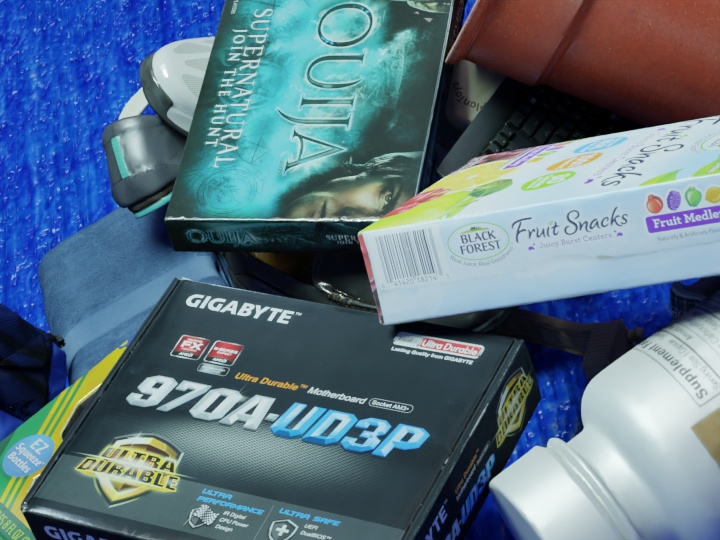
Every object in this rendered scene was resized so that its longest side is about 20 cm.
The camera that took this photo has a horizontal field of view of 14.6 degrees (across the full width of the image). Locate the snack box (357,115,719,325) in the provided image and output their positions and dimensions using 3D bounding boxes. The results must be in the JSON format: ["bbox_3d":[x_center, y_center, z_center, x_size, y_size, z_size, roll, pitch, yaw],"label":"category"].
[{"bbox_3d":[0.119,-0.029,1.329,0.200,0.053,0.142,-8,14,29],"label":"snack box"}]

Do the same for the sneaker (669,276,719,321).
[{"bbox_3d":[0.239,-0.012,1.385,0.200,0.081,0.076,-38,32,-17],"label":"sneaker"}]

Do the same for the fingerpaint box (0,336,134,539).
[{"bbox_3d":[-0.083,0.122,1.408,0.167,0.073,0.200,-39,43,-16],"label":"fingerpaint box"}]

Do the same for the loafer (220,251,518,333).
[{"bbox_3d":[0.000,0.000,1.500,0.200,0.072,0.073,-1,48,40],"label":"loafer"}]

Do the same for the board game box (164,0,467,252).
[{"bbox_3d":[-0.020,-0.091,1.521,0.135,0.028,0.200,0,48,13],"label":"board game box"}]

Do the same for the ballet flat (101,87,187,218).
[{"bbox_3d":[-0.102,-0.086,1.677,0.073,0.073,0.200,-14,9,22],"label":"ballet flat"}]

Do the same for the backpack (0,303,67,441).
[{"bbox_3d":[-0.273,0.074,1.518,0.162,0.200,0.168,-24,48,26],"label":"backpack"}]

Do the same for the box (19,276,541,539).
[{"bbox_3d":[-0.037,0.087,1.322,0.200,0.046,0.159,10,50,29],"label":"box"}]

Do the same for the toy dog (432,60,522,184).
[{"bbox_3d":[0.015,-0.047,1.585,0.200,0.132,0.096,-23,62,21],"label":"toy dog"}]

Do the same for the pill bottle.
[{"bbox_3d":[0.165,0.078,1.286,0.200,0.114,0.114,-34,33,-7],"label":"pill bottle"}]

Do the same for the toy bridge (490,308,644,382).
[{"bbox_3d":[0.058,0.049,1.483,0.200,0.027,0.067,-11,36,27],"label":"toy bridge"}]

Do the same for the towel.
[{"bbox_3d":[-0.123,0.031,1.624,0.112,0.049,0.200,-28,34,0],"label":"towel"}]

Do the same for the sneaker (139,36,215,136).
[{"bbox_3d":[-0.022,-0.128,1.617,0.115,0.200,0.076,-50,47,45],"label":"sneaker"}]

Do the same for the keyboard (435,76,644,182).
[{"bbox_3d":[0.133,-0.071,1.530,0.200,0.127,0.021,-52,-2,-39],"label":"keyboard"}]

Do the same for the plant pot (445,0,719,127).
[{"bbox_3d":[0.177,-0.153,1.476,0.195,0.201,0.201,28,50,0],"label":"plant pot"}]
